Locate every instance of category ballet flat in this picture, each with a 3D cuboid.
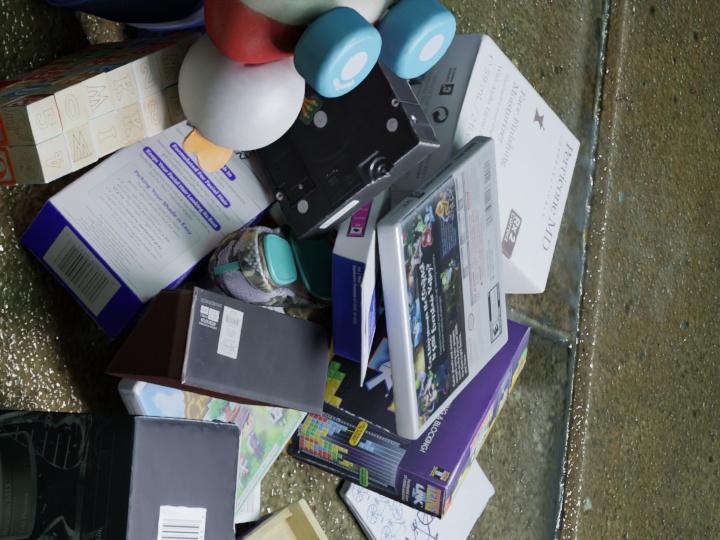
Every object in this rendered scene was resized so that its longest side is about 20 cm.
[{"bbox_3d":[-0.073,-0.001,1.645,0.200,0.071,0.073,12,79,-72],"label":"ballet flat"}]

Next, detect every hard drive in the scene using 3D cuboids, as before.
[{"bbox_3d":[-0.036,-0.144,1.637,0.038,0.139,0.201,2,56,-57],"label":"hard drive"}]

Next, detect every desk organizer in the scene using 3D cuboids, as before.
[{"bbox_3d":[-0.107,0.063,1.589,0.200,0.076,0.072,20,75,-58],"label":"desk organizer"}]

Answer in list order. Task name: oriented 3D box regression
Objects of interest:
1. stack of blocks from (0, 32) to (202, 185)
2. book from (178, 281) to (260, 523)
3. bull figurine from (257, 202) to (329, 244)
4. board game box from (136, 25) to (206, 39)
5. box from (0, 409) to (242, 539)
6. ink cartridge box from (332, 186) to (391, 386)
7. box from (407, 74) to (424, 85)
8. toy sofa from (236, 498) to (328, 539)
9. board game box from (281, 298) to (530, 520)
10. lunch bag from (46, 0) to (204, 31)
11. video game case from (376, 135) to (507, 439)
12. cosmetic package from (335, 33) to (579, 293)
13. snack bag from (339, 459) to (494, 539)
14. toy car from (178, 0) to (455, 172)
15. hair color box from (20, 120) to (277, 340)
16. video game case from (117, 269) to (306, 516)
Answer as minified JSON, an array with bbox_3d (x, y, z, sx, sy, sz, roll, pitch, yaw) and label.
[{"bbox_3d":[-0.215,-0.121,1.534,0.200,0.114,0.059,-31,114,-50],"label":"stack of blocks"},{"bbox_3d":[-0.128,0.111,1.713,0.133,0.048,0.202,5,86,-57],"label":"book"},{"bbox_3d":[-0.071,-0.083,1.746,0.065,0.121,0.201,-28,126,-11],"label":"bull figurine"},{"bbox_3d":[-0.114,-0.257,1.662,0.034,0.135,0.202,23,71,-44],"label":"board game box"},{"bbox_3d":[-0.202,0.203,1.473,0.123,0.195,0.202,12,80,-52],"label":"box"},{"bbox_3d":[0.000,0.000,1.672,0.201,0.037,0.095,-80,172,-59],"label":"ink cartridge box"},{"bbox_3d":[-0.026,-0.286,1.801,0.198,0.122,0.202,27,67,-50],"label":"box"},{"bbox_3d":[-0.110,0.278,1.714,0.200,0.097,0.083,-33,92,-49],"label":"toy sofa"},{"bbox_3d":[0.040,0.106,1.844,0.057,0.164,0.201,92,23,-49],"label":"board game box"},{"bbox_3d":[-0.161,-0.290,1.598,0.132,0.135,0.202,11,79,-54],"label":"lunch bag"},{"bbox_3d":[0.072,0.012,1.737,0.182,0.023,0.202,-42,134,-50],"label":"video game case"},{"bbox_3d":[0.076,-0.095,1.901,0.200,0.164,0.166,40,59,-47],"label":"cosmetic package"},{"bbox_3d":[0.061,0.217,1.994,0.189,0.021,0.201,-58,133,-39],"label":"snack bag"},{"bbox_3d":[-0.067,-0.160,1.531,0.176,0.184,0.201,-19,147,-50],"label":"toy car"},{"bbox_3d":[-0.160,-0.045,1.614,0.109,0.065,0.200,47,46,2],"label":"hair color box"},{"bbox_3d":[-0.112,0.101,1.681,0.200,0.022,0.183,-54,136,-41],"label":"video game case"}]
